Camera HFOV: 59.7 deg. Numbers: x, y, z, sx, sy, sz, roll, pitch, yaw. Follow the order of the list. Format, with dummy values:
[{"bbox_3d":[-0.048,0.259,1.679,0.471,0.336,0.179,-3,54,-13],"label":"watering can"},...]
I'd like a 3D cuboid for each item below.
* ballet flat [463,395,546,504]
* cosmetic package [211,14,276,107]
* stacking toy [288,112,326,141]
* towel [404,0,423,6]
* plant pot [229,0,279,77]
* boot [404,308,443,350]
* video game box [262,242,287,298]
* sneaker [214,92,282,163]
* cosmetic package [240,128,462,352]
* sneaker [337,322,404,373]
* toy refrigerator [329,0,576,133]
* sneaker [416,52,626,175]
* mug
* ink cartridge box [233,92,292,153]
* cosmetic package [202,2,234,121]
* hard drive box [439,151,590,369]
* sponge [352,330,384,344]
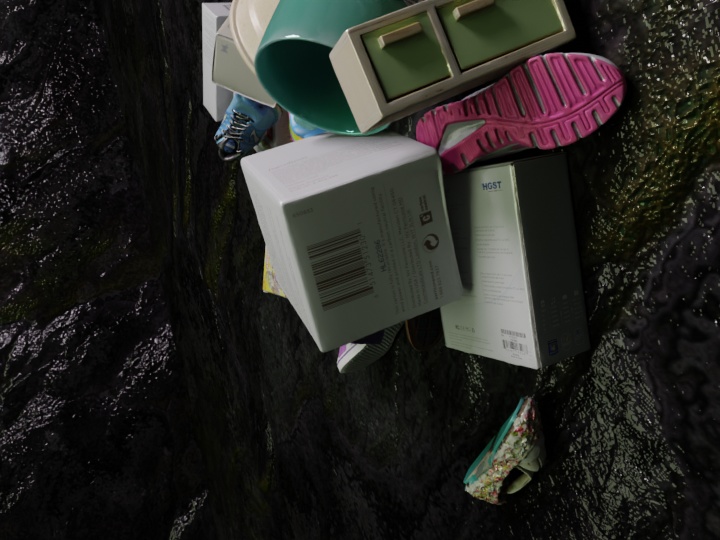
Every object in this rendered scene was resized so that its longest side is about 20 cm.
[{"bbox_3d":[0.182,0.218,0.742,0.064,0.076,0.201,30,141,14],"label":"ballet flat"},{"bbox_3d":[-0.128,-0.343,0.905,0.087,0.103,0.201,118,174,-53],"label":"cosmetic package"},{"bbox_3d":[-0.071,-0.221,0.957,0.200,0.115,0.111,161,107,-70],"label":"stacking toy"},{"bbox_3d":[0.063,-0.310,0.609,0.193,0.199,0.035,-43,26,59],"label":"towel"},{"bbox_3d":[-0.033,-0.334,0.771,0.183,0.199,0.202,-33,73,50],"label":"plant pot"},{"bbox_3d":[0.077,-0.001,0.833,0.097,0.074,0.202,-146,57,-67],"label":"boot"},{"bbox_3d":[-0.073,-0.051,0.924,0.181,0.047,0.202,13,101,45],"label":"video game box"},{"bbox_3d":[-0.183,-0.221,0.985,0.078,0.090,0.200,34,160,-7],"label":"sneaker"},{"bbox_3d":[-0.016,-0.050,0.687,0.200,0.165,0.168,-134,27,-60],"label":"cosmetic package"},{"bbox_3d":[0.004,0.074,0.996,0.115,0.072,0.201,61,138,29],"label":"sneaker"},{"bbox_3d":[0.082,-0.196,0.545,0.076,0.199,0.070,67,166,-7],"label":"toy refrigerator"},{"bbox_3d":[0.153,-0.153,0.597,0.199,0.088,0.082,-8,105,40],"label":"sneaker"},{"bbox_3d":[-0.030,-0.229,0.652,0.184,0.152,0.115,5,67,42],"label":"mug"},{"bbox_3d":[-0.152,-0.297,1.100,0.200,0.083,0.177,49,144,42],"label":"ink cartridge box"},{"bbox_3d":[-0.235,-0.392,1.186,0.081,0.112,0.201,49,144,41],"label":"cosmetic package"},{"bbox_3d":[0.149,-0.013,0.669,0.156,0.076,0.202,6,108,61],"label":"hard drive box"},{"bbox_3d":[0.000,0.000,0.857,0.030,0.111,0.202,14,96,47],"label":"sponge"}]
